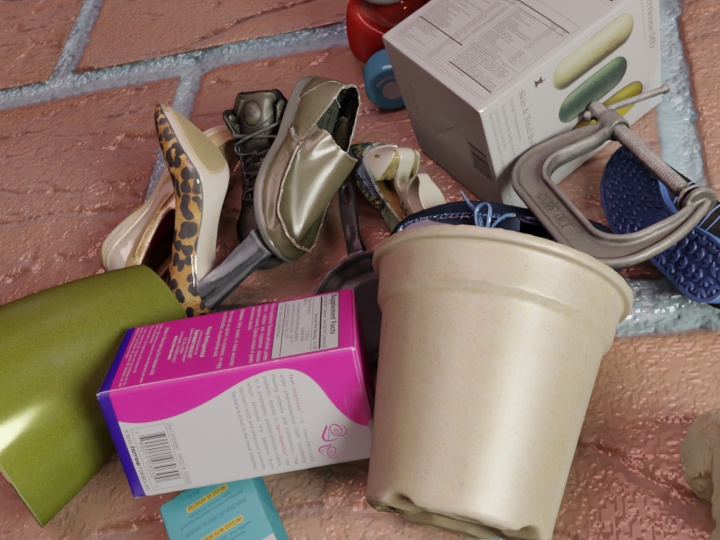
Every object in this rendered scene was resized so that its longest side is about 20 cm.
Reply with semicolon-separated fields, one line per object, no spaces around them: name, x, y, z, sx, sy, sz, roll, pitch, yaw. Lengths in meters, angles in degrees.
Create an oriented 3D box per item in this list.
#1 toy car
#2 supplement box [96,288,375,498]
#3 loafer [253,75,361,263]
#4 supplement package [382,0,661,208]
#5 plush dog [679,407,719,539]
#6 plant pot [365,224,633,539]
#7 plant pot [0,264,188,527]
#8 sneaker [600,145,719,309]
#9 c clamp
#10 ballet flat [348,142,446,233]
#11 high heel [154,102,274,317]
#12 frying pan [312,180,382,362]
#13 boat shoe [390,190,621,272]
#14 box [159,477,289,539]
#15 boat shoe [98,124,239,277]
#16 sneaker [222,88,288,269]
toy car;0.051;-0.315;0.930;0.175;0.201;0.186;-12;52;12
supplement box;-0.090;0.096;0.707;0.197;0.102;0.104;-9;26;4
loafer;-0.046;-0.105;0.846;0.069;0.075;0.203;-5;65;36
supplement package;0.155;-0.188;0.828;0.199;0.152;0.151;-37;51;-8
plush dog;0.298;0.153;0.526;0.170;0.162;0.201;16;45;4
plant pot;0.085;0.094;0.644;0.198;0.201;0.186;5;69;24
plant pot;-0.253;0.088;0.790;0.199;0.189;0.186;-36;49;-26
sneaker;0.270;-0.033;0.729;0.071;0.077;0.201;-62;28;30
c clamp;0.212;-0.081;0.711;0.169;0.027;0.201;-19;40;1
ballet flat;0.046;-0.077;0.841;0.074;0.074;0.201;-30;54;-2
high heel;-0.184;-0.052;0.868;0.142;0.071;0.201;-39;75;21
frying pan;-0.013;0.012;0.820;0.115;0.031;0.191;-38;48;6
boat shoe;0.122;-0.026;0.734;0.197;0.085;0.069;-4;8;2
box;-0.083;0.249;0.671;0.082;0.049;0.201;-31;50;-2
boat shoe;-0.184;-0.062;0.926;0.069;0.074;0.201;33;80;32
sneaker;-0.102;-0.104;0.895;0.075;0.115;0.202;-6;57;18
